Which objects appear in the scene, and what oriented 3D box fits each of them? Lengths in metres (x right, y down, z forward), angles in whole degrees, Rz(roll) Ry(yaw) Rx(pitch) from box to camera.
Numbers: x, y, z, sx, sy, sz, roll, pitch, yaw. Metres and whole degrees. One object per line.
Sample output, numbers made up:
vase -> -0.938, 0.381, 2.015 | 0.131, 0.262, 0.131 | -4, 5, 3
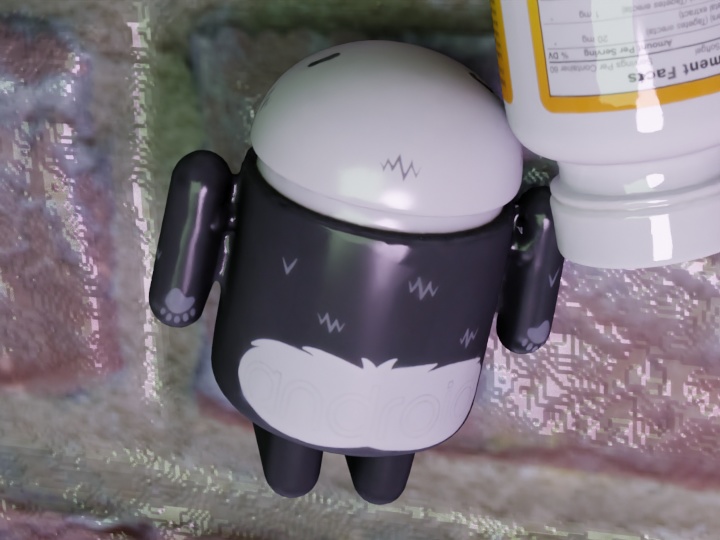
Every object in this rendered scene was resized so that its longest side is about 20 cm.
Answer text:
robot figurine -> 0.001, -0.001, 0.889 | 0.124, 0.150, 0.202 | 28, 119, 34
pill bottle -> 0.107, -0.109, 0.814 | 0.110, 0.111, 0.202 | -3, 108, 21
